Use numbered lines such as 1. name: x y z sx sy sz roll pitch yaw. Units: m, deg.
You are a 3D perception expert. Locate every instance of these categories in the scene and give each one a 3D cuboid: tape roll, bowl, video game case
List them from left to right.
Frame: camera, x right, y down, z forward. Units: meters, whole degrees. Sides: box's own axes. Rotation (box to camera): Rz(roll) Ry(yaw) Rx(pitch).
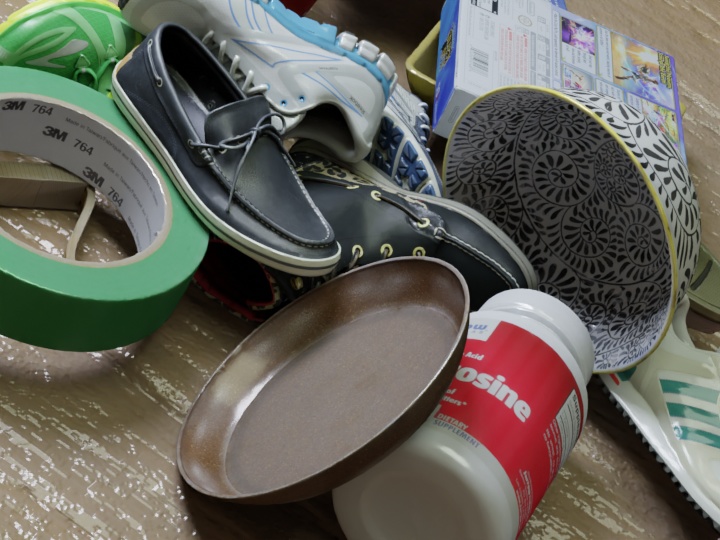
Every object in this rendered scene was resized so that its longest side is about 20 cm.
1. tape roll: -0.191 -0.040 1.283 0.199 0.048 0.201 21 38 -17
2. video game case: 0.144 -0.127 1.524 0.180 0.046 0.200 22 32 -9
3. bowl: 0.156 -0.042 1.382 0.094 0.201 0.201 -28 63 -36

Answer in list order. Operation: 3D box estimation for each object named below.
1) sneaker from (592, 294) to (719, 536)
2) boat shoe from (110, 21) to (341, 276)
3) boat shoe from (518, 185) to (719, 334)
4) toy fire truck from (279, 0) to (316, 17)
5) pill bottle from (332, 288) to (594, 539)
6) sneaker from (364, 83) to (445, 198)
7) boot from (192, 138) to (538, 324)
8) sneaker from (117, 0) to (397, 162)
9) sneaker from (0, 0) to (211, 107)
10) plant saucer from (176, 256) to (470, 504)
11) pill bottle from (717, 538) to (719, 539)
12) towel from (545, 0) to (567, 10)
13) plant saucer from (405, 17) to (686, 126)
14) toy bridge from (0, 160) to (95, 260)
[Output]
1. sneaker: 0.232 0.096 1.375 0.200 0.093 0.070 54 6 33
2. boat shoe: -0.081 -0.077 1.317 0.074 0.062 0.200 -17 60 -49
3. boat shoe: 0.174 -0.009 1.493 0.199 0.069 0.075 32 36 2
4. toy fire truck: -0.067 -0.238 1.506 0.112 0.200 0.168 37 42 -6
5. pill bottle: 0.071 0.096 1.281 0.112 0.113 0.200 33 38 7
6. sneaker: 0.022 -0.095 1.498 0.085 0.077 0.200 -3 49 -42
7. boot: -0.001 0.001 1.375 0.203 0.074 0.154 30 39 18
8. sneaker: -0.068 -0.132 1.385 0.199 0.075 0.087 22 55 -17
9. sneaker: -0.157 -0.125 1.402 0.199 0.074 0.084 14 41 -36
10. plant saucer: -0.016 0.069 1.228 0.032 0.199 0.201 54 31 -25
11. pill bottle: 0.266 0.250 1.223 0.199 0.113 0.112 33 39 7
12. towel: 0.066 -0.261 1.664 0.199 0.024 0.145 14 43 -26
13. plant saucer: 0.136 -0.122 1.600 0.199 0.049 0.200 30 31 3
14. toy bridge: -0.206 -0.055 1.353 0.067 0.027 0.201 4 45 -29
